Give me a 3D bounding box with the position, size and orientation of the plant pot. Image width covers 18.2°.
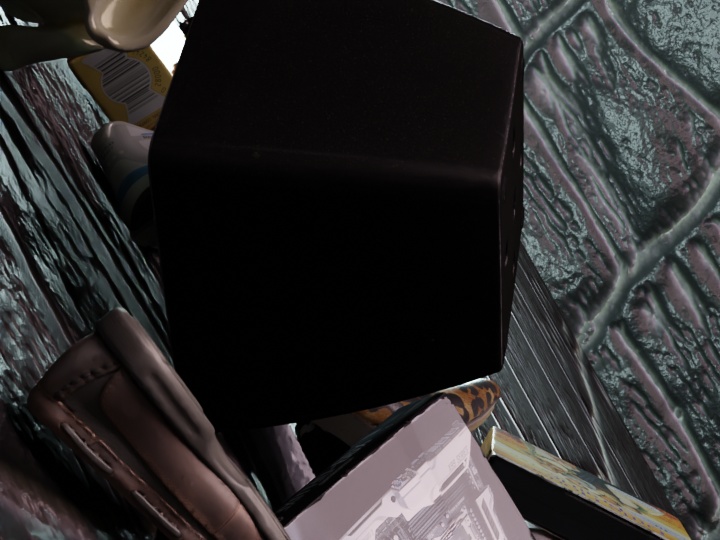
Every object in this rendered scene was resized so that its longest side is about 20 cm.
[{"bbox_3d":[-0.002,-0.043,1.224,0.200,0.176,0.201,-78,168,-48],"label":"plant pot"}]

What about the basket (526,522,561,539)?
[{"bbox_3d":[0.118,0.232,1.490,0.135,0.181,0.200,15,16,-15],"label":"basket"}]

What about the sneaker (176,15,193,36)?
[{"bbox_3d":[-0.067,-0.127,1.604,0.199,0.070,0.094,11,-39,45],"label":"sneaker"}]

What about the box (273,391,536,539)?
[{"bbox_3d":[0.036,0.191,1.188,0.157,0.050,0.201,-36,98,-38],"label":"box"}]

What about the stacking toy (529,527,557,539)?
[{"bbox_3d":[0.129,0.249,1.337,0.146,0.145,0.201,-57,126,-79],"label":"stacking toy"}]

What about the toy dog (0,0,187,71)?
[{"bbox_3d":[-0.159,-0.204,1.280,0.139,0.194,0.200,43,-20,-14],"label":"toy dog"}]

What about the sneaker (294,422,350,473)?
[{"bbox_3d":[-0.018,0.079,1.439,0.200,0.076,0.088,44,46,15],"label":"sneaker"}]

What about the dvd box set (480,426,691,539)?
[{"bbox_3d":[0.141,0.150,1.422,0.146,0.030,0.200,27,2,4],"label":"dvd box set"}]

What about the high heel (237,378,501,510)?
[{"bbox_3d":[-0.004,0.054,1.363,0.199,0.071,0.143,-19,81,-40],"label":"high heel"}]

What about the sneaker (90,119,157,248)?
[{"bbox_3d":[-0.093,-0.060,1.414,0.087,0.075,0.200,50,19,27],"label":"sneaker"}]

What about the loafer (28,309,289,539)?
[{"bbox_3d":[-0.083,0.109,1.047,0.201,0.063,0.072,59,-8,-28],"label":"loafer"}]

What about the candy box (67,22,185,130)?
[{"bbox_3d":[-0.122,-0.102,1.502,0.200,0.056,0.117,53,11,-30],"label":"candy box"}]
